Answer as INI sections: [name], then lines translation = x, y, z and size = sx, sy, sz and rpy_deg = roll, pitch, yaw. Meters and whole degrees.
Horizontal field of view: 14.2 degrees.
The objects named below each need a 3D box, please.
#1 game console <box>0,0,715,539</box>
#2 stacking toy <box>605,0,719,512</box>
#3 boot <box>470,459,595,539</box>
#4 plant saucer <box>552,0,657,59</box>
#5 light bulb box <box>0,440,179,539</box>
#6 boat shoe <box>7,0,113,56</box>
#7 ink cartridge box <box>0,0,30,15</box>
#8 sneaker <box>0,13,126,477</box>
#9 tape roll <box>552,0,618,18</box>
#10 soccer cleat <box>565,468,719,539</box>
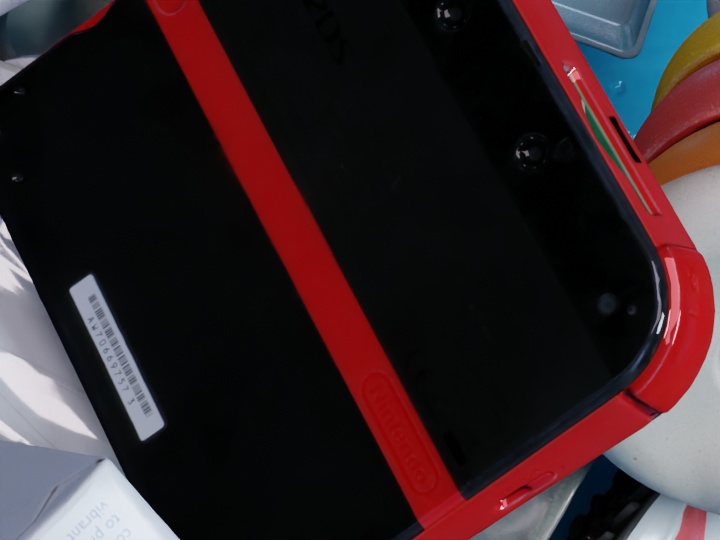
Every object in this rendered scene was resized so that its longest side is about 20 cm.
[game console]
translation = -0.009, -0.013, 0.831
size = 0.177, 0.031, 0.200
rpy_deg = -36, 66, 18
[stacking toy]
translation = 0.136, -0.035, 0.909
size = 0.145, 0.146, 0.200
rpy_deg = 8, 45, -1
[boot]
translation = 0.001, 0.000, 0.967
size = 0.199, 0.073, 0.182
rpy_deg = 25, 85, 13
[plant saucer]
translation = 0.010, -0.136, 0.965
size = 0.199, 0.019, 0.070
rpy_deg = 19, 111, 2
[light bulb box]
translation = -0.078, 0.158, 0.797
size = 0.125, 0.198, 0.200
rpy_deg = -44, 105, -17
[boat shoe]
translation = -0.133, -0.117, 1.022
size = 0.062, 0.073, 0.201
rpy_deg = -14, 71, 37
[ink cartridge box]
translation = -0.160, -0.166, 0.935
size = 0.146, 0.084, 0.200
rpy_deg = -26, 52, 3
[sneaker]
translation = -0.111, -0.018, 0.910
size = 0.087, 0.074, 0.200
rpy_deg = -40, 67, 14
[tape roll]
translation = 0.047, -0.188, 0.984
size = 0.200, 0.201, 0.066
rpy_deg = 18, 24, 3
[soccer cleat]
translation = 0.142, 0.062, 0.964
size = 0.073, 0.068, 0.200
rpy_deg = 46, 70, -7
